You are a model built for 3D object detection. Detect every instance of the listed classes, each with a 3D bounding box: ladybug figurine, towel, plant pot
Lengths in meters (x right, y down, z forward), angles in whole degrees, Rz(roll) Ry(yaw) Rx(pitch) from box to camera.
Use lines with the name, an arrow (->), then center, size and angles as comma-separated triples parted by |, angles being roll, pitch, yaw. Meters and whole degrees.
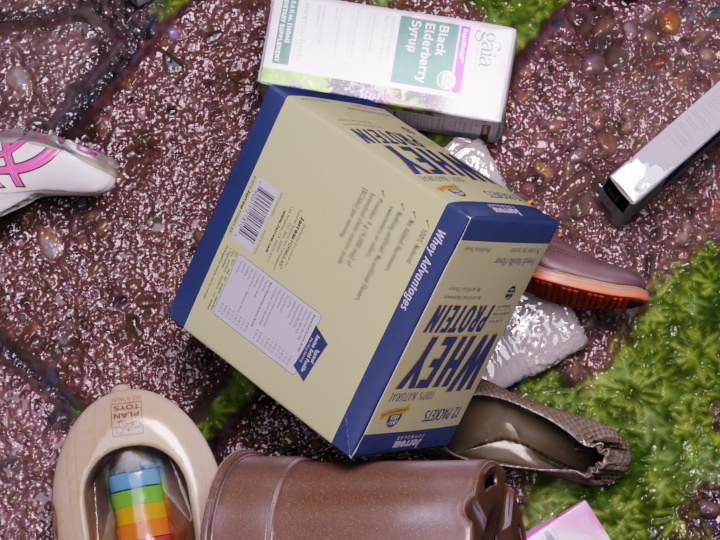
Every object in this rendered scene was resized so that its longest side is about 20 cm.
ladybug figurine -> -0.169, 0.189, 1.468 | 0.134, 0.072, 0.202 | -6, 81, -2
towel -> 0.083, 0.003, 1.519 | 0.132, 0.034, 0.201 | -29, 82, -4
plant pot -> 0.011, 0.222, 1.370 | 0.196, 0.200, 0.203 | -7, 80, 19

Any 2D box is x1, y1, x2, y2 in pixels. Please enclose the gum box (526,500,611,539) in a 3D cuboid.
gum box -> 0.171, 0.284, 1.454 | 0.113, 0.066, 0.201 | -31, 81, -7

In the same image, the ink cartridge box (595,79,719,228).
ink cartridge box -> 0.275, -0.116, 1.508 | 0.199, 0.095, 0.037 | -38, 82, -6

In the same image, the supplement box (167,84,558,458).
supplement box -> 0.000, 0.000, 1.403 | 0.199, 0.134, 0.202 | 35, 108, 29

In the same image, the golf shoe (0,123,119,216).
golf shoe -> -0.290, -0.071, 1.516 | 0.198, 0.073, 0.093 | 6, 85, 10

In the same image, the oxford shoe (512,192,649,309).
oxford shoe -> 0.134, -0.022, 1.473 | 0.198, 0.071, 0.073 | 18, 77, 2

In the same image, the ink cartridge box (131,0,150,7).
ink cartridge box -> -0.173, -0.342, 1.578 | 0.161, 0.050, 0.201 | -33, 73, -5

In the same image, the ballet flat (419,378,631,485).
ballet flat -> 0.117, 0.128, 1.474 | 0.198, 0.046, 0.068 | 16, 101, -7

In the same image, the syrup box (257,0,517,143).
syrup box -> 0.022, -0.163, 1.523 | 0.198, 0.081, 0.080 | 9, 81, 3
